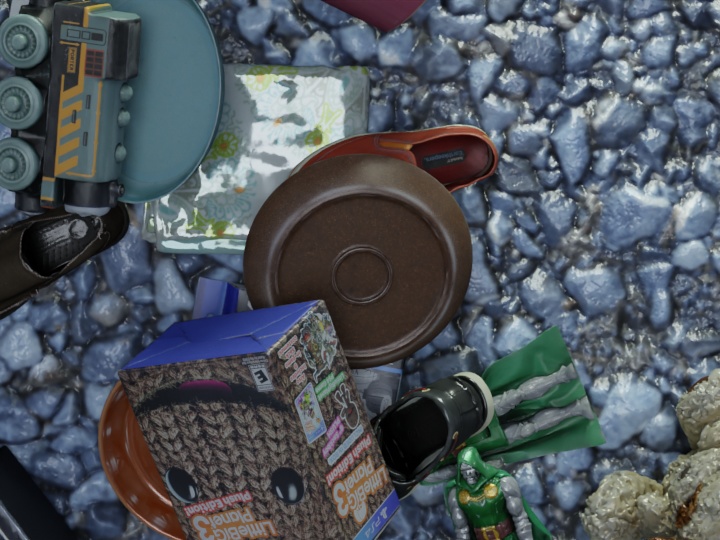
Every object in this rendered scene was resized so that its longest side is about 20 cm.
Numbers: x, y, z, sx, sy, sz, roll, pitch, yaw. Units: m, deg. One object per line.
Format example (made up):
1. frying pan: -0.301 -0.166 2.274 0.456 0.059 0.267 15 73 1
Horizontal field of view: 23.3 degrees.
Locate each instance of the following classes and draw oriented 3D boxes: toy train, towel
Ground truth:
1. toy train: -0.250 -0.142 1.490 0.114 0.085 0.200 9 102 11
2. towel: -0.094 -0.099 1.549 0.199 0.048 0.172 2 95 2

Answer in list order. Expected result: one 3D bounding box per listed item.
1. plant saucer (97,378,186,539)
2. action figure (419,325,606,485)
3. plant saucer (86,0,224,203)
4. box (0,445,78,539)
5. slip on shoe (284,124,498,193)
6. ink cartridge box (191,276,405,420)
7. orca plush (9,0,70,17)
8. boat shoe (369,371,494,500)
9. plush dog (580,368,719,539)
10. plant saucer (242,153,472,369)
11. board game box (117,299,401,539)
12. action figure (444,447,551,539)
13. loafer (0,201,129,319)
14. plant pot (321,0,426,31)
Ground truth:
1. plant saucer: -0.134 0.154 1.555 0.200 0.032 0.201 3 112 9
2. action figure: 0.106 0.142 1.557 0.200 0.055 0.118 -23 96 8
3. plant saucer: -0.188 -0.158 1.515 0.200 0.027 0.201 2 93 38
4. box: -0.344 0.299 1.551 0.198 0.123 0.200 -36 94 6
5. slip on shoe: 0.028 -0.085 1.510 0.200 0.061 0.074 -13 99 -15
6. ink cartridge box: -0.059 0.072 1.565 0.200 0.039 0.100 10 95 2
7. orca plush: -0.243 -0.297 1.546 0.105 0.071 0.200 16 91 46
8. boat shoe: 0.031 0.152 1.498 0.201 0.063 0.074 -42 74 42
9. plush dog: 0.306 0.203 1.490 0.160 0.172 0.200 44 94 -1
10. plant saucer: 0.000 0.000 1.491 0.200 0.035 0.201 -3 113 -6
11. board game box: -0.083 0.142 1.449 0.159 0.097 0.200 -10 110 32
12. action figure: 0.124 0.246 1.529 0.118 0.055 0.200 -18 103 18
13. loafer: -0.303 -0.013 1.552 0.200 0.071 0.073 -33 92 4
14. plant pot: -0.009 -0.305 1.469 0.179 0.200 0.200 37 95 -16
